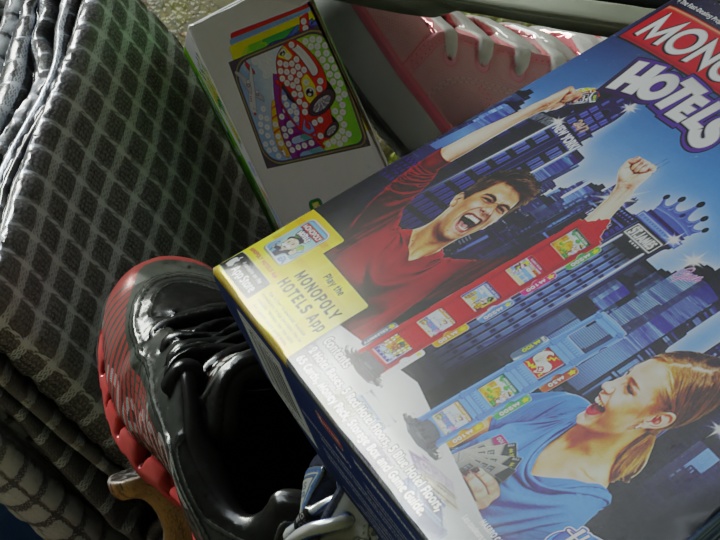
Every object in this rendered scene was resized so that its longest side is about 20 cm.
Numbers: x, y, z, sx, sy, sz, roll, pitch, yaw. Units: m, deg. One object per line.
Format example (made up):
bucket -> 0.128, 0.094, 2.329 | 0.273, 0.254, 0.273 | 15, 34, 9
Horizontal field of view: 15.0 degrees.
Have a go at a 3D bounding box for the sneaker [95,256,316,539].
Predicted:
sneaker -> -0.034, 0.045, 0.842 | 0.070, 0.098, 0.201 | -13, 39, -15

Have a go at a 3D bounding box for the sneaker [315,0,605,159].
sneaker -> 0.055, -0.075, 1.040 | 0.105, 0.200, 0.075 | -43, 40, 1

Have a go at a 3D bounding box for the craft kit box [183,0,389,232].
craft kit box -> 0.000, 0.000, 0.940 | 0.048, 0.199, 0.200 | -24, 3, -3

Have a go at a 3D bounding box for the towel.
towel -> -0.087, 0.002, 1.016 | 0.085, 0.166, 0.201 | -21, 40, 29

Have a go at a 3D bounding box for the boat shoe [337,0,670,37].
boat shoe -> 0.062, -0.115, 0.920 | 0.198, 0.067, 0.074 | 9, 2, 18

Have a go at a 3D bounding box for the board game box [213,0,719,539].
board game box -> 0.091, 0.012, 0.636 | 0.199, 0.062, 0.200 | -29, 32, -8

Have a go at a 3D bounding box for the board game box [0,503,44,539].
board game box -> -0.145, 0.082, 1.088 | 0.039, 0.201, 0.158 | 9, 29, 23

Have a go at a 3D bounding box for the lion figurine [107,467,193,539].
lion figurine -> -0.096, 0.128, 0.930 | 0.198, 0.123, 0.073 | -13, 12, 6

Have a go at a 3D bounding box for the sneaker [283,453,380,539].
sneaker -> 0.004, 0.089, 0.706 | 0.200, 0.085, 0.077 | -37, -2, -13
